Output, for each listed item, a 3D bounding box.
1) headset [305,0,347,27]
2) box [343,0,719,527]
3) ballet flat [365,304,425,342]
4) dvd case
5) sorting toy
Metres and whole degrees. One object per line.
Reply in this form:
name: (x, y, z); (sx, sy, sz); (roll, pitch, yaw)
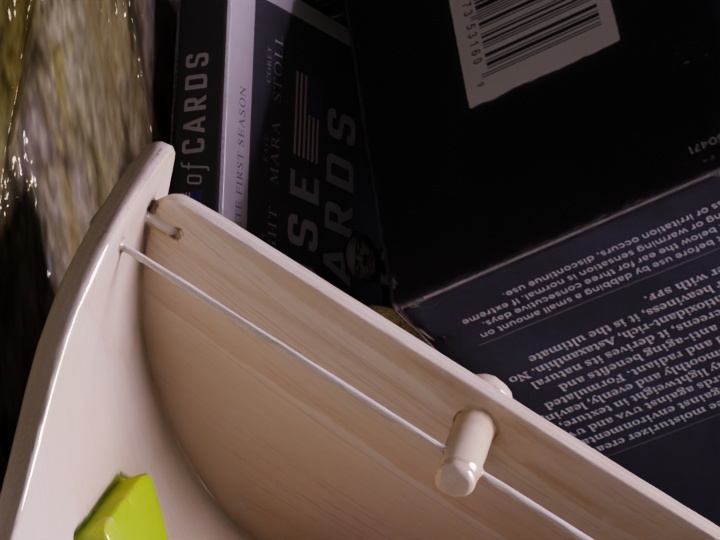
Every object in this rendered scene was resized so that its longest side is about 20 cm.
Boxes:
headset: (-0.022, -0.156, 0.930); (0.124, 0.094, 0.200); (80, -5, -53)
box: (0.095, -0.033, 0.821); (0.198, 0.123, 0.200); (49, 25, -45)
ballet flat: (0.010, 0.111, 0.743); (0.071, 0.071, 0.200); (-29, 114, -82)
dvd case: (0.000, 0.000, 0.842); (0.200, 0.025, 0.150); (23, 65, -58)
sorting toy: (-0.012, 0.096, 0.572); (0.107, 0.200, 0.180); (-57, -179, 35)
